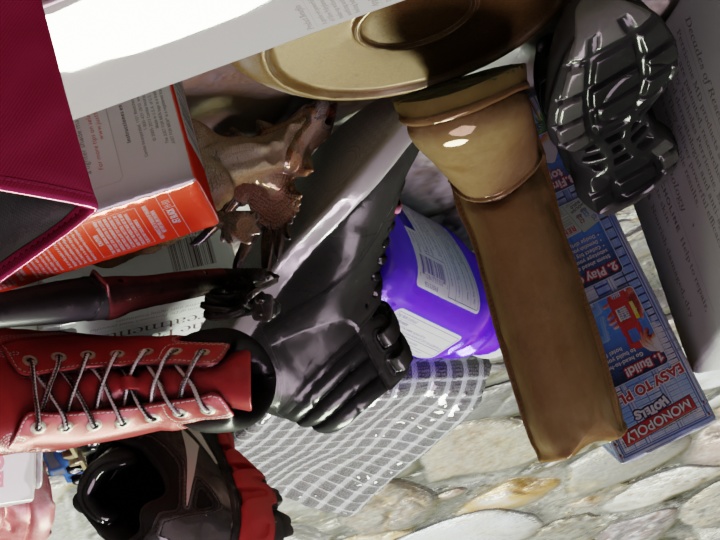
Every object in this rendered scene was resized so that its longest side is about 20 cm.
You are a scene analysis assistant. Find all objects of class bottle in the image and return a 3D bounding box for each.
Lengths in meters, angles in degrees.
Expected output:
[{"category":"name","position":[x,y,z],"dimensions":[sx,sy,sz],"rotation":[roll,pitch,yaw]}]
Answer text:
[{"category":"bottle","position":[0.034,0.009,1.654],"dimensions":[0.065,0.084,0.200],"rotation":[-34,154,16]}]

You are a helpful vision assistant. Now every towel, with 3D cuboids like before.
[{"category":"towel","position":[-0.034,0.087,1.789],"dimensions":[0.165,0.086,0.200],"rotation":[-1,153,-32]}]

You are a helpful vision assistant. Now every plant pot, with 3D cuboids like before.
[{"category":"plant pot","position":[0.025,-0.133,1.387],"dimensions":[0.199,0.028,0.200],"rotation":[-15,158,-6]}]

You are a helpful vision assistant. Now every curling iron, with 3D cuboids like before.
[{"category":"curling iron","position":[-0.118,0.013,1.375],"dimensions":[0.200,0.026,0.050],"rotation":[-2,-172,-39]}]

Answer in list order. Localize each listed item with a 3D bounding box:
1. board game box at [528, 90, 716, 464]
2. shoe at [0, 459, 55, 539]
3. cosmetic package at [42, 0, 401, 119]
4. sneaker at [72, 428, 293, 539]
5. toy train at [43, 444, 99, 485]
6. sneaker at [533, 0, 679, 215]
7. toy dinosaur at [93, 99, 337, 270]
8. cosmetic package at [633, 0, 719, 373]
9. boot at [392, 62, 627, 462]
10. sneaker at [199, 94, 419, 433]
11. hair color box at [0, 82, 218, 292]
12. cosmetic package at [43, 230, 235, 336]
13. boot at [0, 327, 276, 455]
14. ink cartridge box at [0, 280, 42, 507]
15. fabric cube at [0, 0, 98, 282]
[{"category":"board game box","position":[0.128,0.028,1.604],"dimensions":[0.062,0.200,0.200],"rotation":[-25,158,-4]},{"category":"shoe","position":[-0.227,0.134,1.618],"dimensions":[0.091,0.072,0.200],"rotation":[-7,177,-15]},{"category":"cosmetic package","position":[-0.084,-0.140,1.218],"dimensions":[0.199,0.085,0.108],"rotation":[-18,157,5]},{"category":"sneaker","position":[-0.111,0.098,1.518],"dimensions":[0.098,0.201,0.071],"rotation":[12,117,-30]},{"category":"toy train","position":[-0.171,0.088,1.631],"dimensions":[0.046,0.034,0.200],"rotation":[-13,159,1]},{"category":"sneaker","position":[0.114,-0.097,1.454],"dimensions":[0.075,0.079,0.200],"rotation":[-29,157,-6]},{"category":"toy dinosaur","position":[-0.108,-0.035,1.461],"dimensions":[0.199,0.086,0.136],"rotation":[-10,171,6]},{"category":"cosmetic package","position":[0.256,-0.069,1.516],"dimensions":[0.167,0.167,0.200],"rotation":[-9,157,-19]},{"category":"boot","position":[0.083,-0.002,1.435],"dimensions":[0.066,0.201,0.175],"rotation":[-16,-179,14]},{"category":"sneaker","position":[0.000,0.000,1.522],"dimensions":[0.099,0.071,0.200],"rotation":[32,102,-20]},{"category":"hair color box","position":[-0.178,-0.046,1.353],"dimensions":[0.199,0.102,0.061],"rotation":[-16,159,3]},{"category":"cosmetic package","position":[-0.173,0.038,1.624],"dimensions":[0.199,0.052,0.151],"rotation":[-12,160,-11]},{"category":"boot","position":[-0.135,0.055,1.368],"dimensions":[0.144,0.073,0.200],"rotation":[-4,179,36]},{"category":"ink cartridge box","position":[-0.270,0.055,1.467],"dimensions":[0.199,0.084,0.145],"rotation":[-7,120,-21]},{"category":"fabric cube","position":[-0.252,-0.079,1.094],"dimensions":[0.196,0.200,0.200],"rotation":[-31,154,35]}]
